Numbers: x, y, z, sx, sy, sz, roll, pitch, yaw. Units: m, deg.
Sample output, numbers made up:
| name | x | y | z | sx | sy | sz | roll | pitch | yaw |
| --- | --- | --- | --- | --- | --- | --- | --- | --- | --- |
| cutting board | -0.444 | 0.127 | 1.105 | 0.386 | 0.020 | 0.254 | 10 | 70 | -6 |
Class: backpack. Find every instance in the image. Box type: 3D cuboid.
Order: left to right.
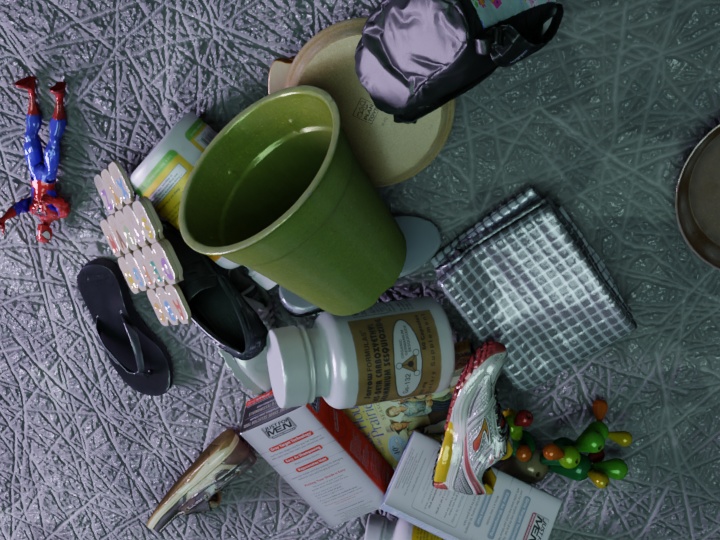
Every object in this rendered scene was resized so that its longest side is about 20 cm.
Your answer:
| name | x | y | z | sx | sy | sz | roll | pitch | yaw |
| --- | --- | --- | --- | --- | --- | --- | --- | --- | --- |
| backpack | 0.100 | -0.242 | 0.902 | 0.167 | 0.200 | 0.127 | -25 | 98 | 51 |

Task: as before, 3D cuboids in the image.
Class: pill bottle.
| name | x | y | z | sx | sy | sz | roll | pitch | yaw |
| --- | --- | --- | --- | --- | --- | --- | --- | --- | --- |
| pill bottle | -0.154 | -0.073 | 1.075 | 0.200 | 0.111 | 0.111 | 42 | 115 | -12 |
| pill bottle | -0.002 | 0.098 | 1.085 | 0.198 | 0.114 | 0.115 | -7 | 118 | -16 |
| pill bottle | 0.102 | 0.383 | 1.259 | 0.198 | 0.113 | 0.113 | 9 | 117 | 4 |

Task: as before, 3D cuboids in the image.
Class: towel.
| name | x | y | z | sx | sy | sz | roll | pitch | yaw |
| --- | --- | --- | --- | --- | --- | --- | --- | --- | --- |
| towel | 0.196 | 0.026 | 1.084 | 0.165 | 0.086 | 0.200 | -34 | 107 | 21 |

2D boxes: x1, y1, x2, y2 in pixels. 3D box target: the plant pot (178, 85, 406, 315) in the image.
| name | x | y | z | sx | sy | sz | roll | pitch | yaw |
| --- | --- | --- | --- | --- | --- | --- | --- | --- | --- |
| plant pot | -0.051 | -0.050 | 0.974 | 0.199 | 0.201 | 0.190 | -28 | 133 | 20 |

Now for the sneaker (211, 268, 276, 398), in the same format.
| name | x | y | z | sx | sy | sz | roll | pitch | yaw |
| --- | --- | --- | --- | --- | --- | --- | --- | --- | --- |
| sneaker | -0.136 | 0.072 | 1.170 | 0.080 | 0.077 | 0.201 | -29 | 110 | 11 |

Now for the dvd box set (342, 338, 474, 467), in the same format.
| name | x | y | z | sx | sy | sz | roll | pitch | yaw |
| --- | --- | --- | --- | --- | --- | --- | --- | --- | --- |
| dvd box set | 0.068 | 0.177 | 1.209 | 0.199 | 0.029 | 0.147 | -15 | 113 | 15 |

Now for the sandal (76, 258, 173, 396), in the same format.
| name | x | y | z | sx | sy | sz | roll | pitch | yaw |
| --- | --- | --- | --- | --- | --- | --- | --- | --- | --- |
| sandal | -0.309 | 0.083 | 1.215 | 0.076 | 0.043 | 0.201 | -19 | 112 | 17 |

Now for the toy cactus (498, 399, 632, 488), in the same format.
| name | x | y | z | sx | sy | sz | roll | pitch | yaw |
| --- | --- | --- | --- | --- | --- | --- | --- | --- | --- |
| toy cactus | 0.232 | 0.221 | 1.171 | 0.199 | 0.103 | 0.165 | 15 | 145 | -31 |

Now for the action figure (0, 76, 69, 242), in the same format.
| name | x | y | z | sx | sy | sz | roll | pitch | yaw |
| --- | --- | --- | --- | --- | --- | --- | --- | --- | --- |
| action figure | -0.382 | -0.113 | 1.104 | 0.065 | 0.099 | 0.201 | 10 | 120 | 5 |

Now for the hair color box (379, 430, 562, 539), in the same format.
| name | x | y | z | sx | sy | sz | roll | pitch | yaw |
| --- | --- | --- | --- | --- | --- | --- | --- | --- | --- |
| hair color box | 0.134 | 0.287 | 1.160 | 0.199 | 0.099 | 0.061 | 24 | 161 | 4 |

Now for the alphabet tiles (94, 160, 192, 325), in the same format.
| name | x | y | z | sx | sy | sz | roll | pitch | yaw |
| --- | --- | --- | --- | --- | --- | --- | --- | --- | --- |
| alphabet tiles | -0.254 | -0.025 | 1.085 | 0.200 | 0.015 | 0.197 | -10 | 106 | 62 |

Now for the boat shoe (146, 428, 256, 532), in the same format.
| name | x | y | z | sx | sy | sz | roll | pitch | yaw |
| --- | --- | --- | --- | --- | --- | --- | --- | --- | --- |
| boat shoe | -0.219 | 0.302 | 1.292 | 0.065 | 0.073 | 0.200 | 41 | 115 | -6 |

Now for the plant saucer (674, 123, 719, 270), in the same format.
| name | x | y | z | sx | sy | sz | roll | pitch | yaw |
| --- | --- | --- | --- | --- | --- | --- | --- | --- | --- |
| plant saucer | 0.440 | -0.087 | 1.019 | 0.199 | 0.035 | 0.202 | 4 | 116 | 8 |

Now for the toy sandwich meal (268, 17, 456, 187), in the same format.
| name | x | y | z | sx | sy | sz | roll | pitch | yaw |
| --- | --- | --- | --- | --- | --- | --- | --- | --- | --- |
| toy sandwich meal | 0.004 | -0.182 | 1.025 | 0.203 | 0.070 | 0.207 | 2 | 117 | 4 |

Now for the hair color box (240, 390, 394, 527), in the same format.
| name | x | y | z | sx | sy | sz | roll | pitch | yaw |
| --- | --- | --- | --- | --- | --- | --- | --- | --- | --- |
| hair color box | -0.050 | 0.229 | 1.187 | 0.101 | 0.061 | 0.200 | -25 | 121 | 20 |

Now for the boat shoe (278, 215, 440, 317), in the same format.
| name | x | y | z | sx | sy | sz | roll | pitch | yaw |
| --- | --- | --- | --- | --- | --- | --- | --- | --- | --- |
| boat shoe | 0.001 | 0.002 | 1.106 | 0.198 | 0.068 | 0.074 | -29 | 72 | -8 |

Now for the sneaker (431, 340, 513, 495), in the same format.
| name | x | y | z | sx | sy | sz | roll | pitch | yaw |
| --- | --- | --- | --- | --- | --- | --- | --- | --- | --- |
| sneaker | 0.141 | 0.170 | 1.083 | 0.082 | 0.078 | 0.201 | 15 | 118 | 11 |

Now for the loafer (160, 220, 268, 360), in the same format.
| name | x | y | z | sx | sy | sz | roll | pitch | yaw |
| --- | --- | --- | --- | --- | --- | --- | --- | --- | --- |
| loafer | -0.183 | 0.020 | 1.091 | 0.068 | 0.070 | 0.201 | -42 | 84 | 6 |
